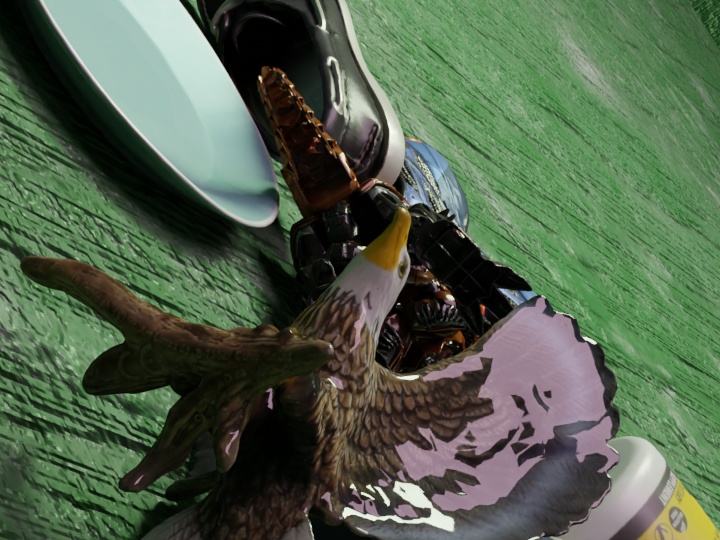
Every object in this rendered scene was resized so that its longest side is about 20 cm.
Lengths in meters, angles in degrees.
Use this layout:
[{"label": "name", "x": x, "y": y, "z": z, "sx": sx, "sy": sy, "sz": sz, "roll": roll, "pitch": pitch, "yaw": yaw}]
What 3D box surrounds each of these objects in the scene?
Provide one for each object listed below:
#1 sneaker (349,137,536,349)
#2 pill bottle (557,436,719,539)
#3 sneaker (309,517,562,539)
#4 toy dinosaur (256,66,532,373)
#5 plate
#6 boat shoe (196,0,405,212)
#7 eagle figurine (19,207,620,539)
[{"label": "sneaker", "x": 0.031, "y": 0.003, "z": 1.430, "sx": 0.078, "sy": 0.075, "sz": 0.200, "roll": 23, "pitch": 25, "yaw": -48}, {"label": "pill bottle", "x": 0.144, "y": 0.185, "z": 1.279, "sx": 0.200, "sy": 0.111, "sz": 0.111, "roll": 53, "pitch": 15, "yaw": -9}, {"label": "sneaker", "x": 0.071, "y": 0.118, "z": 1.116, "sx": 0.199, "sy": 0.081, "sz": 0.147, "roll": 6, "pitch": 45, "yaw": -19}, {"label": "toy dinosaur", "x": 0.000, "y": 0.000, "z": 1.309, "sx": 0.200, "sy": 0.102, "sz": 0.136, "roll": 38, "pitch": 6, "yaw": -24}, {"label": "plate", "x": -0.107, "y": -0.097, "z": 1.282, "sx": 0.200, "sy": 0.026, "sz": 0.200, "roll": 51, "pitch": 15, "yaw": -19}, {"label": "boat shoe", "x": -0.043, "y": -0.109, "z": 1.411, "sx": 0.060, "sy": 0.074, "sz": 0.200, "roll": 33, "pitch": 23, "yaw": -44}, {"label": "eagle figurine", "x": -0.007, "y": 0.048, "z": 1.024, "sx": 0.152, "sy": 0.151, "sz": 0.200, "roll": 62, "pitch": 16, "yaw": 24}]
